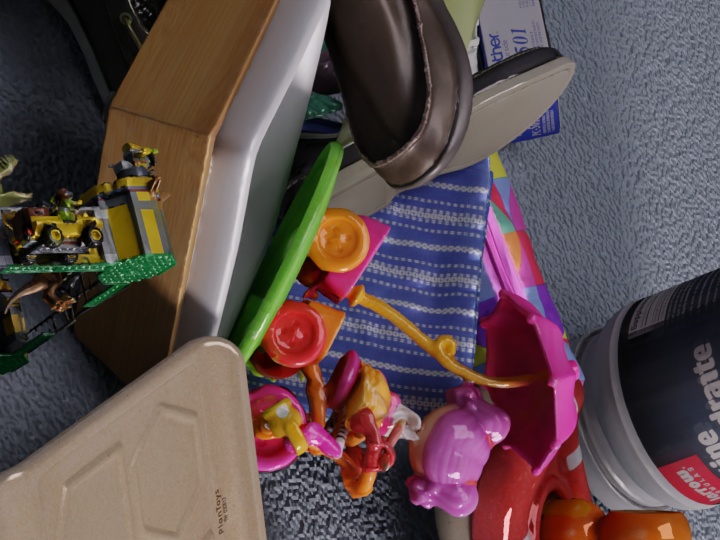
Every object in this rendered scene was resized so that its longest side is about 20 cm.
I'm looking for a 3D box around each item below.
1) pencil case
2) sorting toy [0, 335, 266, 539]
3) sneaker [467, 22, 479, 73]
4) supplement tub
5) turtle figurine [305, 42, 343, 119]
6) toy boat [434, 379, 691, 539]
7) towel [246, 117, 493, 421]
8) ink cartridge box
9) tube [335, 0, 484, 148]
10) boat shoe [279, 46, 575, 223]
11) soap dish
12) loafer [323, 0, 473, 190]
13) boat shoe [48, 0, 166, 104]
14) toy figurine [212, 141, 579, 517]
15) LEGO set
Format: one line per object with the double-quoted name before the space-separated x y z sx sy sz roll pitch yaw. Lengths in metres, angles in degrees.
"pencil case" 0.066 -0.006 1.790 0.088 0.088 0.200 -14 82 -55
"sorting toy" -0.115 0.148 1.456 0.200 0.036 0.185 -32 122 -52
"sneaker" 0.040 -0.172 1.856 0.076 0.080 0.200 -17 86 -57
"supplement tub" 0.236 0.068 1.871 0.140 0.200 0.140 30 48 -41
"turtle figurine" -0.041 -0.189 1.664 0.150 0.101 0.200 -27 115 -50
"toy boat" 0.124 0.149 1.695 0.131 0.131 0.200 -54 136 -53
"towel" 0.000 0.000 1.683 0.145 0.024 0.200 12 54 -7
"ink cartridge box" 0.088 -0.191 1.926 0.094 0.044 0.200 74 4 -71
"tube" 0.035 -0.129 1.676 0.052 0.058 0.200 18 33 2
"boat shoe" 0.031 -0.088 1.695 0.200 0.073 0.063 -29 67 -21
"soap dish" -0.084 -0.052 1.536 0.081 0.200 0.157 18 45 4
"loafer" 0.002 -0.134 1.567 0.071 0.073 0.200 14 54 -43
"boat shoe" -0.112 -0.127 1.640 0.202 0.060 0.072 59 35 -11
"toy figurine" 0.022 0.061 1.576 0.184 0.150 0.200 27 76 -5
"LEGO set" -0.186 -0.029 1.389 0.154 0.200 0.116 -5 72 -33
